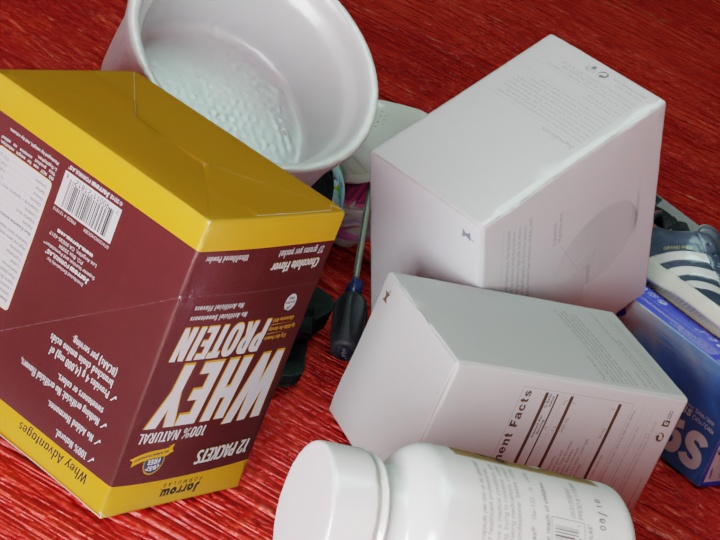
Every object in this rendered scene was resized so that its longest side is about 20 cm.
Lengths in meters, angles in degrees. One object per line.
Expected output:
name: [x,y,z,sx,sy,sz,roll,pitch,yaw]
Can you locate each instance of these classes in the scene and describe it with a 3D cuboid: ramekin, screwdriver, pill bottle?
ramekin: [-0.095,-0.134,1.615,0.199,0.098,0.202,16,54,-23]
screwdriver: [0.000,0.000,1.730,0.029,0.028,0.201,52,29,-26]
pill bottle: [0.054,0.165,1.322,0.198,0.115,0.115,14,21,-22]

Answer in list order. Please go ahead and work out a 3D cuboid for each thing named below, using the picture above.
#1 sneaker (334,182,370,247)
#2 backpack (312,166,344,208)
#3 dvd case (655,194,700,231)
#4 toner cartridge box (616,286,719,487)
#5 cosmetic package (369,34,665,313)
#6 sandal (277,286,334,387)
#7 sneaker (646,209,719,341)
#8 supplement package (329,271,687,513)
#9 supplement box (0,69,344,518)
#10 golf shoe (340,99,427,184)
sneaker: [-0.031,-0.063,1.881,0.199,0.082,0.088,19,-29,36]
backpack: [-0.103,-0.087,1.742,0.199,0.164,0.154,36,0,14]
dvd case: [0.262,0.034,1.864,0.200,0.150,0.025,41,-14,40]
toner cartridge box: [0.232,0.078,1.765,0.043,0.096,0.200,2,28,-44]
cosmetic package: [0.114,-0.033,1.665,0.123,0.200,0.199,34,53,31]
sandal: [-0.063,0.031,1.634,0.075,0.048,0.201,23,20,1]
sneaker: [0.284,0.013,1.808,0.084,0.075,0.200,-36,52,-18]
supplement package: [0.101,0.094,1.543,0.199,0.120,0.121,11,26,-30]
supplement box: [-0.150,0.009,1.371,0.197,0.201,0.132,34,23,29]
golf shoe: [-0.033,-0.123,1.809,0.198,0.092,0.076,3,51,25]
